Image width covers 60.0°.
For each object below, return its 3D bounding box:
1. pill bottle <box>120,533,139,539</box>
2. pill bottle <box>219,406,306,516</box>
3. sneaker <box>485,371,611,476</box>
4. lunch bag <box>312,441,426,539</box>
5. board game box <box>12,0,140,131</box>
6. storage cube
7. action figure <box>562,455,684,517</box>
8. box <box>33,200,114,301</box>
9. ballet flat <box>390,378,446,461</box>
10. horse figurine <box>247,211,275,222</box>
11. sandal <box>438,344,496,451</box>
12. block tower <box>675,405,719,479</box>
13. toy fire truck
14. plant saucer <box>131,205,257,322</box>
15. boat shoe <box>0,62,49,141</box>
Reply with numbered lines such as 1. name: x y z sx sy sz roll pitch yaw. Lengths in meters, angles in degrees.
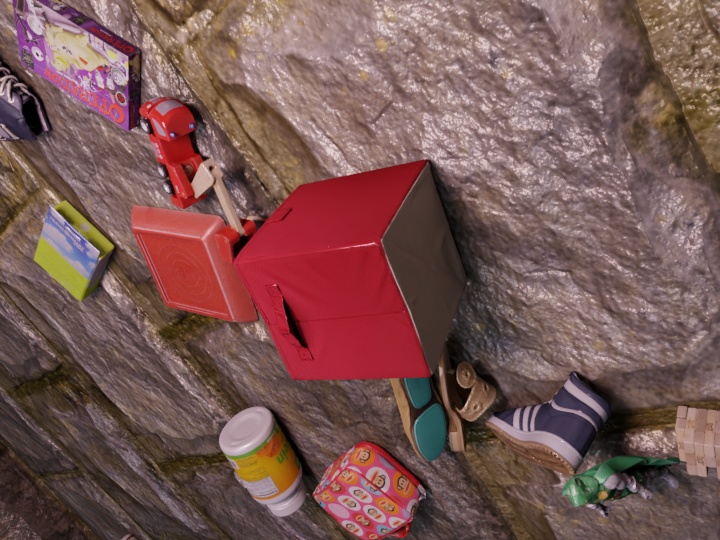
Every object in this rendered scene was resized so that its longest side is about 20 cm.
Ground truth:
1. pill bottle: -0.737 0.989 2.097 0.198 0.109 0.110 33 137 8
2. pill bottle: -0.178 0.370 1.192 0.110 0.111 0.202 -3 123 36
3. sneaker: 0.238 0.185 0.792 0.070 0.109 0.200 41 168 -7
4. lunch bag: 0.021 0.404 1.104 0.175 0.082 0.200 39 137 -1
5. board game box: -0.385 -0.290 0.849 0.198 0.032 0.121 32 141 8
6. storage cube: 0.000 0.000 0.704 0.177 0.201 0.173 -6 121 30
7. action figure: 0.294 0.246 0.716 0.118 0.198 0.055 -44 51 37
8. box: -0.524 -0.037 1.140 0.122 0.048 0.200 43 137 -5
9. ballet flat: 0.082 0.190 0.912 0.063 0.068 0.203 31 142 51
10. horse figurine: -0.093 -0.003 0.869 0.131 0.050 0.203 5 124 39
11. sandal: 0.149 0.171 0.844 0.068 0.078 0.214 -3 131 12
12. block tower: 0.443 0.192 0.656 0.197 0.054 0.058 -1 125 36
13. toy fire truck: -0.213 -0.121 0.827 0.140 0.049 0.203 24 137 39
14. plant saucer: -0.276 -0.002 1.007 0.197 0.037 0.203 9 130 29
15. boat shoe: -0.542 -0.286 0.937 0.091 0.075 0.202 10 138 19
